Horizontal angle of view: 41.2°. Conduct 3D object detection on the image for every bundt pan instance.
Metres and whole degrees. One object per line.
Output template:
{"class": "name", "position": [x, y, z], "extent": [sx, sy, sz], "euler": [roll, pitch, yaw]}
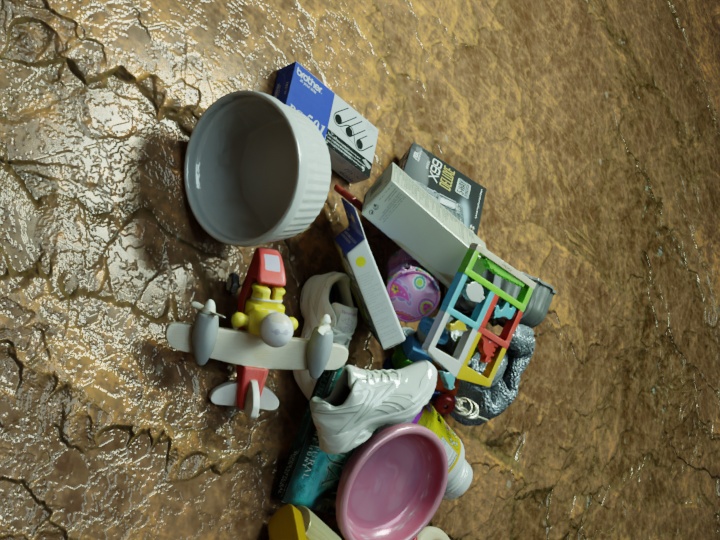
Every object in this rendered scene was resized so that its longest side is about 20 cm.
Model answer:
{"class": "bundt pan", "position": [0.235, 0.050, 1.661], "extent": [0.200, 0.200, 0.077], "euler": [25, 76, -42]}

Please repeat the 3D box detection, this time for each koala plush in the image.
{"class": "koala plush", "position": [0.158, 0.142, 1.571], "extent": [0.199, 0.175, 0.187], "euler": [34, 68, -43]}

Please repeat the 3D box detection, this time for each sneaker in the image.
{"class": "sneaker", "position": [0.018, 0.167, 1.323], "extent": [0.198, 0.078, 0.101], "euler": [-29, 110, -20]}
{"class": "sneaker", "position": [-0.049, 0.098, 1.393], "extent": [0.074, 0.099, 0.204], "euler": [9, 73, -34]}

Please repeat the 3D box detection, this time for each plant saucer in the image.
{"class": "plant saucer", "position": [0.040, 0.314, 1.403], "extent": [0.198, 0.051, 0.205], "euler": [-13, 113, -33]}

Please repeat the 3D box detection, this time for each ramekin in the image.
{"class": "ramekin", "position": [-0.131, -0.132, 1.288], "extent": [0.104, 0.197, 0.205], "euler": [1, 81, -57]}

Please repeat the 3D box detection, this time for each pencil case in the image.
{"class": "pencil case", "position": [0.080, 0.017, 1.499], "extent": [0.200, 0.086, 0.089], "euler": [-76, 146, -79]}

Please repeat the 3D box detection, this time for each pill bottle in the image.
{"class": "pill bottle", "position": [0.097, 0.275, 1.517], "extent": [0.201, 0.103, 0.105], "euler": [51, 49, -28]}

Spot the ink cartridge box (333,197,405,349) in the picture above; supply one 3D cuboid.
{"class": "ink cartridge box", "position": [0.000, 0.000, 1.422], "extent": [0.046, 0.198, 0.203], "euler": [-23, 100, -3]}

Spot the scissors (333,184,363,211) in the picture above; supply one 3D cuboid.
{"class": "scissors", "position": [0.040, -0.069, 1.492], "extent": [0.199, 0.073, 0.014], "euler": [37, 90, -14]}

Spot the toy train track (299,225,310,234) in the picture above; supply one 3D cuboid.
{"class": "toy train track", "position": [-0.134, -0.145, 1.406], "extent": [0.114, 0.032, 0.203], "euler": [-33, 99, -47]}

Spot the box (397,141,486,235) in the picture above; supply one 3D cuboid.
{"class": "box", "position": [0.123, -0.106, 1.588], "extent": [0.156, 0.050, 0.201], "euler": [32, 39, -10]}

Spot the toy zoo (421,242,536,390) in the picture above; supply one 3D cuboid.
{"class": "toy zoo", "position": [0.168, 0.080, 1.396], "extent": [0.130, 0.020, 0.203], "euler": [29, 82, -29]}

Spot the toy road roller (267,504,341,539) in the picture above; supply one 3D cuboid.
{"class": "toy road roller", "position": [-0.093, 0.433, 1.281], "extent": [0.123, 0.145, 0.201], "euler": [47, 13, -29]}

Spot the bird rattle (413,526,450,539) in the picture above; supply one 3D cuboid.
{"class": "bird rattle", "position": [0.101, 0.478, 1.511], "extent": [0.202, 0.112, 0.163], "euler": [57, 33, -5]}

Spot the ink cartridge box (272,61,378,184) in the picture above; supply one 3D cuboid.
{"class": "ink cartridge box", "position": [-0.055, -0.227, 1.500], "extent": [0.199, 0.044, 0.096], "euler": [34, 56, -38]}

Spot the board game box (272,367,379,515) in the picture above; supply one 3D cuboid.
{"class": "board game box", "position": [-0.036, 0.244, 1.378], "extent": [0.134, 0.028, 0.203], "euler": [25, 85, -42]}

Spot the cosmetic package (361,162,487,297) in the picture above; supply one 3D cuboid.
{"class": "cosmetic package", "position": [0.098, -0.062, 1.444], "extent": [0.199, 0.071, 0.105], "euler": [40, 18, -10]}

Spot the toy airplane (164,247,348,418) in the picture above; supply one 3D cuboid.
{"class": "toy airplane", "position": [-0.132, 0.095, 1.270], "extent": [0.199, 0.141, 0.201], "euler": [-39, 101, -26]}

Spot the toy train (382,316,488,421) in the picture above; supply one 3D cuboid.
{"class": "toy train", "position": [0.142, 0.151, 1.448], "extent": [0.197, 0.117, 0.085], "euler": [23, 23, -22]}
